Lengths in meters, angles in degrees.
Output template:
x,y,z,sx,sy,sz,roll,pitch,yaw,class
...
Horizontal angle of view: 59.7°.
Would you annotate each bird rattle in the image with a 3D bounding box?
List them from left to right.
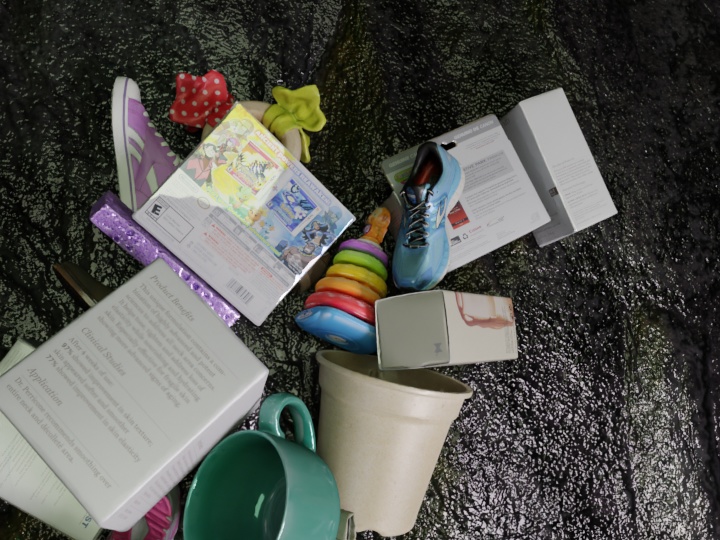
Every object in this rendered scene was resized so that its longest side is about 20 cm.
x,y,z,sx,sy,sz,roll,pitch,yaw,class
-0.147,-0.181,0.815,0.198,0.113,0.164,5,63,-17,bird rattle

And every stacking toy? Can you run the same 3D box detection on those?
x,y,z,sx,sy,sz,roll,pitch,yaw,class
0.000,0.000,0.839,0.109,0.116,0.201,27,69,-21,stacking toy

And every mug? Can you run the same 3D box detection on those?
x,y,z,sx,sy,sz,roll,pitch,yaw,class
-0.087,0.247,0.674,0.185,0.152,0.114,-51,135,4,mug

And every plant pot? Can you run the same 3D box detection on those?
x,y,z,sx,sy,sz,roll,pitch,yaw,class
0.023,0.213,0.781,0.199,0.200,0.185,12,90,-11,plant pot

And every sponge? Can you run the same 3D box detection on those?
x,y,z,sx,sy,sz,roll,pitch,yaw,class
-0.234,-0.012,0.754,0.030,0.112,0.200,-46,113,-4,sponge

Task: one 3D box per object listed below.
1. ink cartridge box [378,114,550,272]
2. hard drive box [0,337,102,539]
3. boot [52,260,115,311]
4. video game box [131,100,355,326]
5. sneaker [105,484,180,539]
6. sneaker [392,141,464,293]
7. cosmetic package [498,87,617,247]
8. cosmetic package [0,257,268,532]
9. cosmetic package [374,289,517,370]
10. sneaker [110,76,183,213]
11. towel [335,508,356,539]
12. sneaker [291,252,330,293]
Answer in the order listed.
x,y,z,sx,sy,sz,roll,pitch,yaw,class
0.138,-0.101,0.898,0.199,0.084,0.177,-24,86,-15,ink cartridge box
-0.353,0.198,0.741,0.199,0.077,0.156,34,76,-6,hard drive box
-0.282,0.040,0.792,0.200,0.075,0.097,46,64,-12,boot
-0.137,-0.066,0.762,0.182,0.047,0.200,-46,107,-1,video game box
-0.263,0.328,0.742,0.081,0.088,0.201,31,99,2,sneaker
0.070,-0.070,0.778,0.078,0.090,0.201,1,68,28,sneaker
0.278,-0.150,0.925,0.081,0.113,0.201,-24,86,-15,cosmetic package
-0.225,0.132,0.649,0.167,0.167,0.200,45,64,9,cosmetic package
0.115,0.077,0.804,0.199,0.103,0.088,8,75,-55,cosmetic package
-0.262,-0.152,0.823,0.113,0.073,0.202,-7,94,-15,sneaker
-0.087,0.362,0.736,0.034,0.199,0.194,20,74,-48,towel
-0.124,-0.061,0.850,0.200,0.070,0.075,51,54,-4,sneaker
